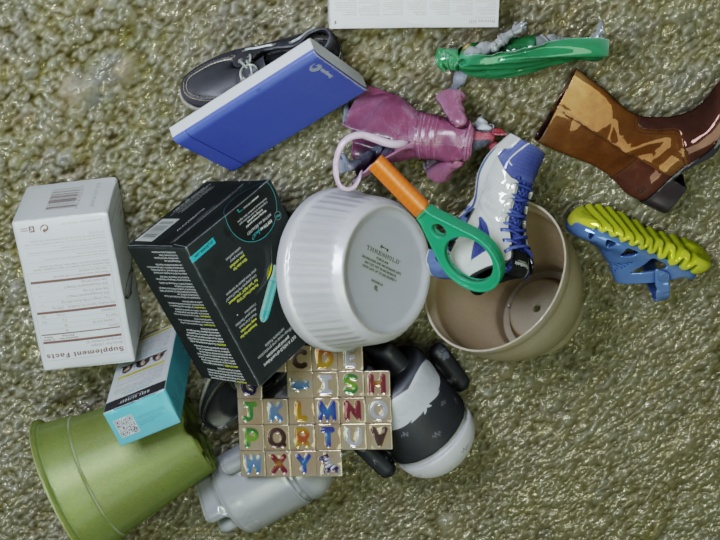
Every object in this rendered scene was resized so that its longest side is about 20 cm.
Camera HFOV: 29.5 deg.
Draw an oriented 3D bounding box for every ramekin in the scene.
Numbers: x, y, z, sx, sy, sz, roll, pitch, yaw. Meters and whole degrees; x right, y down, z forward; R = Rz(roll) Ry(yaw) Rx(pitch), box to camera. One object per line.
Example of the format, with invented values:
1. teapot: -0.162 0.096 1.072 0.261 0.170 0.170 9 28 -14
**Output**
1. ramekin: 0.000 0.000 1.653 0.094 0.202 0.203 2 126 44

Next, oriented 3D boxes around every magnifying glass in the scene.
1. magnifying glass: 0.087 -0.054 1.576 0.200 0.022 0.080 44 139 -3

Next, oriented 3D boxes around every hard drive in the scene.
1. hard drive: -0.106 -0.189 1.597 0.199 0.025 0.132 -29 156 19

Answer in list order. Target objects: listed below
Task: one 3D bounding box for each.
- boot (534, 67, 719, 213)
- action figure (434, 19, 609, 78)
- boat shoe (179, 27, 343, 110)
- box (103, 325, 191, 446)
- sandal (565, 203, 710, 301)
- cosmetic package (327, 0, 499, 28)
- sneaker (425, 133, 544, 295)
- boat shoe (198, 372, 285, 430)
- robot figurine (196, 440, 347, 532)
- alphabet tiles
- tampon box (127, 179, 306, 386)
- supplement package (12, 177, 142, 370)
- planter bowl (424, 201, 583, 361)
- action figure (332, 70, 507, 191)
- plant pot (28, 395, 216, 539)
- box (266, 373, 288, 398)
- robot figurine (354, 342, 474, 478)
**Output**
1. boot: 0.341 -0.193 1.684 0.199 0.069 0.189 30 117 -9
2. action figure: 0.187 -0.259 1.615 0.199 0.118 0.055 -6 83 3
3. boat shoe: -0.119 -0.241 1.595 0.199 0.063 0.073 -15 73 -1
4. box: -0.260 0.137 1.699 0.082 0.200 0.049 -22 111 6
5. sandal: 0.346 -0.018 1.746 0.199 0.080 0.087 23 115 -13
6. cosmetic package: 0.061 -0.327 1.591 0.198 0.051 0.083 -1 113 -4
7. sneaker: 0.174 -0.050 1.628 0.080 0.115 0.200 19 106 -49
8. boat shoe: -0.146 0.137 1.785 0.072 0.068 0.200 35 110 -19
9. robot figurine: -0.118 0.272 1.823 0.199 0.113 0.170 -30 147 10
10. alphabet tiles: -0.058 0.177 1.728 0.199 0.008 0.168 -2 94 11
11. tampon box: -0.153 0.013 1.659 0.150 0.126 0.201 -42 119 -32
12. supplement package: -0.343 0.004 1.678 0.116 0.117 0.201 -6 116 -2
13. planter bowl: 0.196 0.030 1.707 0.200 0.201 0.135 -40 139 14
14. action figure: 0.074 -0.166 1.623 0.199 0.149 0.135 4 110 9
15. plant pot: -0.293 0.242 1.762 0.189 0.200 0.201 -26 115 -1
16. box: -0.045 0.110 1.793 0.039 0.041 0.200 38 106 -19
17. robot figurine: 0.063 0.179 1.791 0.150 0.125 0.200 -31 114 20
